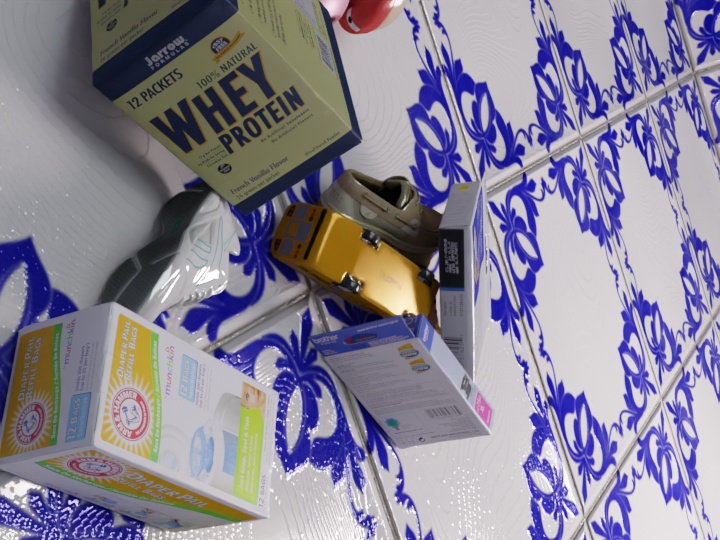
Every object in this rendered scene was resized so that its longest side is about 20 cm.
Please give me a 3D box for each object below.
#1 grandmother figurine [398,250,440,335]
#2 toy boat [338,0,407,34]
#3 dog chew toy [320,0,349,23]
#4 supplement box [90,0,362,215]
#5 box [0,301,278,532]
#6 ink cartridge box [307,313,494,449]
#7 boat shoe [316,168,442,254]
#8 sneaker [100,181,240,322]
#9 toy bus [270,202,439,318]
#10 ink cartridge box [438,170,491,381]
[{"bbox_3d":[0.067,0.042,1.356,0.121,0.060,0.201,75,12,-64],"label":"grandmother figurine"},{"bbox_3d":[-0.024,-0.374,1.345,0.130,0.130,0.201,-17,91,-29],"label":"toy boat"},{"bbox_3d":[-0.091,-0.341,1.199,0.124,0.124,0.201,-29,95,-59],"label":"dog chew toy"},{"bbox_3d":[-0.120,-0.199,1.016,0.200,0.134,0.201,42,25,-43],"label":"supplement box"},{"bbox_3d":[-0.164,0.119,0.887,0.200,0.101,0.113,37,47,-47],"label":"box"},{"bbox_3d":[0.045,0.111,1.221,0.200,0.119,0.042,51,39,-35],"label":"ink cartridge box"},{"bbox_3d":[0.040,-0.070,1.304,0.199,0.065,0.072,12,34,-44],"label":"boat shoe"},{"bbox_3d":[-0.151,0.001,0.994,0.081,0.070,0.201,63,32,-25],"label":"sneaker"},{"bbox_3d":[0.000,0.000,1.220,0.200,0.078,0.065,33,75,-47],"label":"toy bus"},{"bbox_3d":[0.121,0.007,1.345,0.200,0.047,0.199,-68,156,-66],"label":"ink cartridge box"}]
